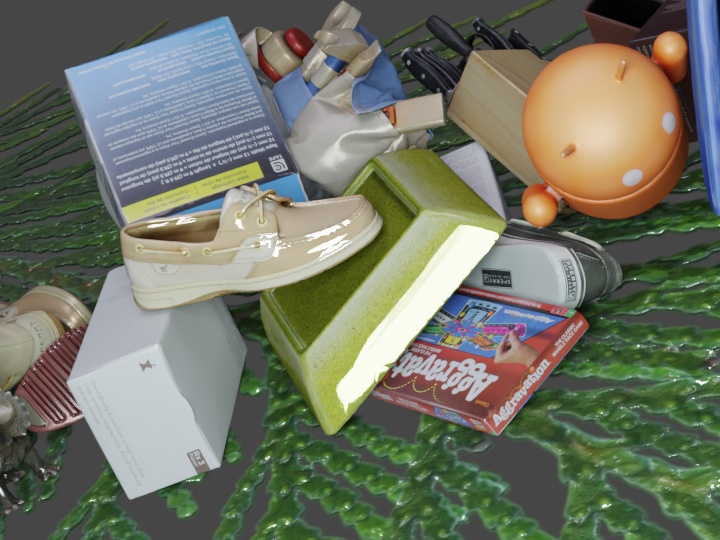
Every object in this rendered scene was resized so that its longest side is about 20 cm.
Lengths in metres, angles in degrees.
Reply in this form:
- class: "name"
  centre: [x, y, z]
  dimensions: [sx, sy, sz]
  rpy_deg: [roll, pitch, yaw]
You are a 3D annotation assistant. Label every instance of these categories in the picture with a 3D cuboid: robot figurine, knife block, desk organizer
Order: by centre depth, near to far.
- class: "robot figurine"
  centre: [0.178, -0.098, 1.587]
  dimensions: [0.144, 0.117, 0.200]
  rpy_deg: [-13, -9, 10]
- class: "knife block"
  centre: [0.113, -0.138, 1.790]
  dimensions: [0.175, 0.064, 0.200]
  rpy_deg: [20, 28, -2]
- class: "desk organizer"
  centre: [0.275, -0.250, 1.987]
  dimensions: [0.072, 0.077, 0.200]
  rpy_deg: [-11, 25, 33]

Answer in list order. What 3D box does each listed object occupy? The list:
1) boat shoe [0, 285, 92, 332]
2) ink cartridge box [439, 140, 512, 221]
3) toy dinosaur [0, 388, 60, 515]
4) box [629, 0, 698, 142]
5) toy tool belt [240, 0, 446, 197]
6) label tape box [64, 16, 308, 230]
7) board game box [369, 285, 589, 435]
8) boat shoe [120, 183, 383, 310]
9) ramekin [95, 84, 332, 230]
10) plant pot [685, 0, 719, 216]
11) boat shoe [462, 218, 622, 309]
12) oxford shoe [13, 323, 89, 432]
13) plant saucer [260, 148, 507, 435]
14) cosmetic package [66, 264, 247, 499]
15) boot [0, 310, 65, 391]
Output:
- class: "boat shoe"
  centre: [-0.298, 0.063, 1.923]
  dimensions: [0.200, 0.071, 0.065]
  rpy_deg: [-12, 30, 51]
- class: "ink cartridge box"
  centre: [0.046, -0.005, 1.742]
  dimensions: [0.162, 0.057, 0.200]
  rpy_deg: [-22, 42, 8]
- class: "toy dinosaur"
  centre: [-0.300, 0.131, 1.706]
  dimensions: [0.077, 0.102, 0.200]
  rpy_deg: [-37, 24, -28]
- class: "box"
  centre: [0.304, -0.195, 1.795]
  dimensions: [0.075, 0.100, 0.200]
  rpy_deg: [-9, 25, 37]
- class: "toy tool belt"
  centre: [-0.004, -0.154, 1.791]
  dimensions: [0.123, 0.125, 0.200]
  rpy_deg: [-43, 50, 20]
- class: "label tape box"
  centre: [-0.136, -0.090, 1.751]
  dimensions: [0.143, 0.200, 0.066]
  rpy_deg: [-19, -23, -11]
- class: "board game box"
  centre: [0.067, 0.057, 1.548]
  dimensions: [0.103, 0.019, 0.200]
  rpy_deg: [-50, 28, -17]
- class: "boat shoe"
  centre: [-0.085, -0.026, 1.589]
  dimensions: [0.200, 0.069, 0.074]
  rpy_deg: [-15, 23, 16]
- class: "ramekin"
  centre: [-0.132, -0.077, 1.887]
  dimensions: [0.200, 0.201, 0.098]
  rpy_deg: [-4, 38, 44]
- class: "plant pot"
  centre: [0.320, -0.159, 1.511]
  dimensions: [0.200, 0.200, 0.180]
  rpy_deg: [-6, 17, 2]
- class: "boat shoe"
  centre: [0.113, -0.002, 1.608]
  dimensions: [0.064, 0.071, 0.200]
  rpy_deg: [-10, 15, -31]
- class: "oxford shoe"
  centre: [-0.204, 0.071, 1.823]
  dimensions: [0.200, 0.070, 0.075]
  rpy_deg: [-37, -7, -18]
- class: "plant saucer"
  centre: [0.000, 0.000, 1.623]
  dimensions: [0.200, 0.048, 0.200]
  rpy_deg: [-50, 23, 5]
- class: "cosmetic package"
  centre: [-0.151, 0.072, 1.666]
  dimensions: [0.081, 0.113, 0.200]
  rpy_deg: [-20, 19, 13]
- class: "boot"
  centre: [-0.360, 0.094, 1.812]
  dimensions: [0.200, 0.073, 0.155]
  rpy_deg: [-23, -5, 30]
